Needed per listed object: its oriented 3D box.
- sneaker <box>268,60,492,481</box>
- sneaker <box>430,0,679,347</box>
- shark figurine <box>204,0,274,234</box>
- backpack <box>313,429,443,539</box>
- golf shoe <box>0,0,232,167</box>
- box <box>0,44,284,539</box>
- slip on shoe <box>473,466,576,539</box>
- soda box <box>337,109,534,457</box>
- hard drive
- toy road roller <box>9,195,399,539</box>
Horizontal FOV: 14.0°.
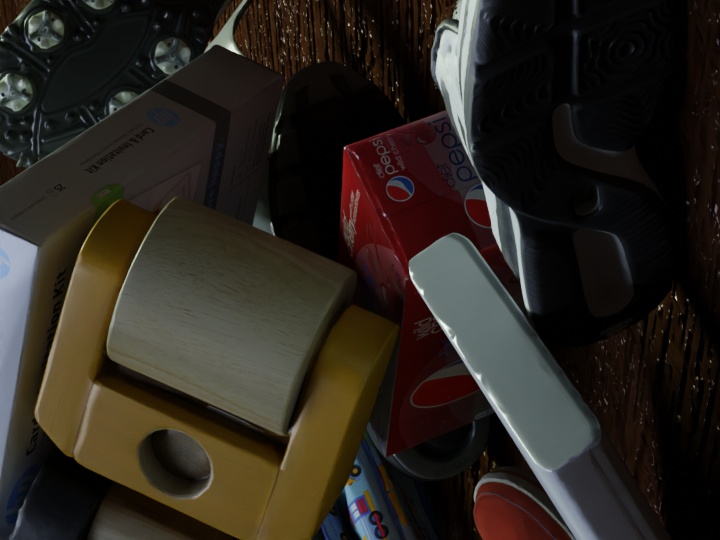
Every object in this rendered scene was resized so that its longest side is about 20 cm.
[{"bbox_3d":[0.000,0.000,1.349,0.079,0.075,0.201,-140,32,-73],"label":"sneaker"},{"bbox_3d":[0.049,-0.074,0.969,0.201,0.075,0.116,80,164,-49],"label":"sneaker"},{"bbox_3d":[-0.043,-0.055,1.478,0.128,0.089,0.215,3,126,42],"label":"shark figurine"},{"bbox_3d":[-0.014,0.167,1.423,0.183,0.134,0.200,67,-172,27],"label":"backpack"},{"bbox_3d":[-0.093,-0.124,1.331,0.077,0.200,0.088,45,180,-7],"label":"golf shoe"},{"bbox_3d":[-0.109,0.009,1.248,0.041,0.200,0.157,25,122,19],"label":"box"},{"bbox_3d":[0.085,0.156,1.232,0.200,0.061,0.074,-119,12,-46],"label":"slip on shoe"},{"bbox_3d":[0.031,0.006,1.211,0.200,0.070,0.064,95,152,-66],"label":"soda box"},{"bbox_3d":[0.089,0.091,1.037,0.200,0.027,0.132,56,180,-38],"label":"hard drive"},{"bbox_3d":[-0.054,0.050,1.204,0.146,0.122,0.201,-56,-13,-54],"label":"toy road roller"}]
